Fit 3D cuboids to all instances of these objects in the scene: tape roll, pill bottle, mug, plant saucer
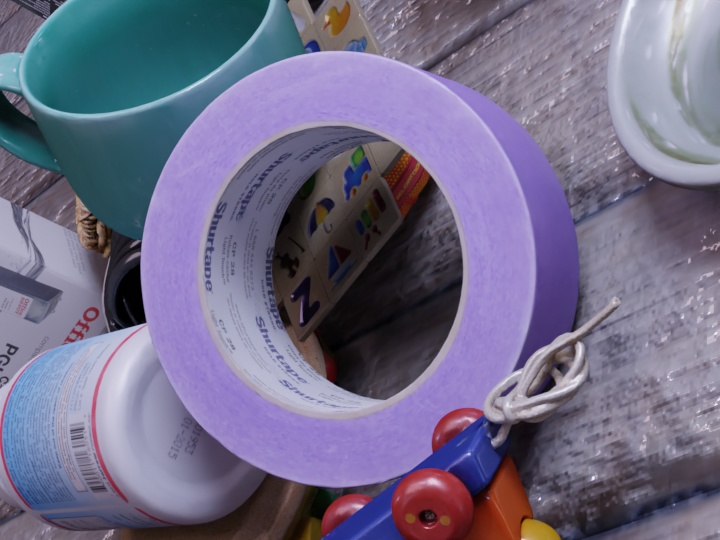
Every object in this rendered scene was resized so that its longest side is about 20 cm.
[{"bbox_3d":[0.000,0.000,0.803,0.198,0.085,0.202,0,89,22],"label":"tape roll"},{"bbox_3d":[-0.140,0.091,0.940,0.199,0.108,0.110,-14,54,53],"label":"pill bottle"},{"bbox_3d":[-0.109,-0.094,0.940,0.184,0.115,0.152,24,59,42],"label":"mug"},{"bbox_3d":[0.196,-0.119,0.739,0.200,0.050,0.202,-39,36,36],"label":"plant saucer"}]

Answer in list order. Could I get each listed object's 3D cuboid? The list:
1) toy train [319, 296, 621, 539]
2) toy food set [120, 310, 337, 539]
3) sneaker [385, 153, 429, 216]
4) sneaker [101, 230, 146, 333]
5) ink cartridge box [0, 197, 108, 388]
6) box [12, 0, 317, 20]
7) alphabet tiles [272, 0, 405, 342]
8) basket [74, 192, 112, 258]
[{"bbox_3d":[0.066,0.115,0.697,0.200,0.116,0.085,-40,2,23],"label":"toy train"},{"bbox_3d":[-0.078,0.119,0.977,0.199,0.048,0.200,-31,42,42],"label":"toy food set"},{"bbox_3d":[-0.026,-0.079,1.020,0.078,0.073,0.200,-58,29,1],"label":"sneaker"},{"bbox_3d":[-0.130,0.029,1.040,0.100,0.070,0.201,-92,7,-47],"label":"sneaker"},{"bbox_3d":[-0.298,0.021,1.254,0.146,0.199,0.085,-52,36,17],"label":"ink cartridge box"},{"bbox_3d":[-0.157,-0.223,1.190,0.199,0.192,0.048,30,132,32],"label":"box"},{"bbox_3d":[-0.034,-0.065,0.964,0.167,0.006,0.201,-51,42,29],"label":"alphabet tiles"},{"bbox_3d":[-0.181,-0.101,1.223,0.143,0.148,0.201,-47,33,24],"label":"basket"}]
